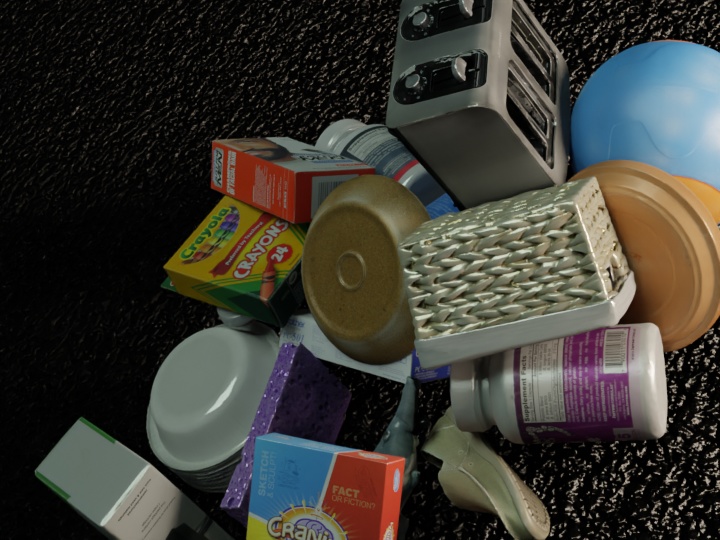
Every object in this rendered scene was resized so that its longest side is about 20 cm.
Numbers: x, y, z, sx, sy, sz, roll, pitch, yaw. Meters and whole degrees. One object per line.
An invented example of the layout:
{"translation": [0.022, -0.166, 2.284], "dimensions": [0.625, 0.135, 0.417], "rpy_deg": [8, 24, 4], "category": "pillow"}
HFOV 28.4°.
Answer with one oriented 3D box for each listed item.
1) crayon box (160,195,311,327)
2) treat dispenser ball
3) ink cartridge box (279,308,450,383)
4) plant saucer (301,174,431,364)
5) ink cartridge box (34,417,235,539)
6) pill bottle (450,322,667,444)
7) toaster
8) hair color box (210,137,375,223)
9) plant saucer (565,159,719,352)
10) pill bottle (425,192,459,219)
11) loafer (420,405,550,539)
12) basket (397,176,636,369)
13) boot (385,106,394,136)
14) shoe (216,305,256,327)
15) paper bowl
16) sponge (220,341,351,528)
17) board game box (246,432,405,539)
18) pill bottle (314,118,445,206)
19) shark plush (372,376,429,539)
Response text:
{"translation": [-0.136, -0.016, 1.641], "dimensions": [0.199, 0.051, 0.127], "rpy_deg": [14, 55, 37], "category": "crayon box"}
{"translation": [0.312, -0.133, 1.449], "dimensions": [0.200, 0.201, 0.202], "rpy_deg": [-20, 46, 23], "category": "treat dispenser ball"}
{"translation": [0.012, 0.080, 1.576], "dimensions": [0.199, 0.094, 0.045], "rpy_deg": [13, 102, 41], "category": "ink cartridge box"}
{"translation": [0.000, 0.000, 1.494], "dimensions": [0.199, 0.035, 0.202], "rpy_deg": [3, 95, 43], "category": "plant saucer"}
{"translation": [-0.234, 0.265, 1.536], "dimensions": [0.146, 0.200, 0.083], "rpy_deg": [23, 68, 44], "category": "ink cartridge box"}
{"translation": [0.191, 0.111, 1.376], "dimensions": [0.198, 0.113, 0.113], "rpy_deg": [-4, 53, 18], "category": "pill bottle"}
{"translation": [0.122, -0.165, 1.414], "dimensions": [0.118, 0.200, 0.182], "rpy_deg": [-14, 50, 31], "category": "toaster"}
{"translation": [-0.082, -0.109, 1.663], "dimensions": [0.200, 0.110, 0.064], "rpy_deg": [22, 113, 53], "category": "hair color box"}
{"translation": [0.264, -0.009, 1.396], "dimensions": [0.199, 0.202, 0.032], "rpy_deg": [8, 29, 41], "category": "plant saucer"}
{"translation": [0.113, -0.031, 1.560], "dimensions": [0.199, 0.113, 0.112], "rpy_deg": [-35, 39, -18], "category": "pill bottle"}
{"translation": [0.121, 0.213, 1.409], "dimensions": [0.068, 0.076, 0.200], "rpy_deg": [-42, 32, 2], "category": "loafer"}
{"translation": [0.145, -0.001, 1.346], "dimensions": [0.199, 0.124, 0.136], "rpy_deg": [-15, 9, 22], "category": "basket"}
{"translation": [0.139, -0.158, 1.615], "dimensions": [0.131, 0.199, 0.070], "rpy_deg": [15, 105, 53], "category": "boot"}
{"translation": [-0.095, 0.010, 1.702], "dimensions": [0.071, 0.091, 0.201], "rpy_deg": [8, 51, 32], "category": "shoe"}
{"translation": [-0.163, 0.147, 1.651], "dimensions": [0.199, 0.104, 0.202], "rpy_deg": [-20, 47, 24], "category": "paper bowl"}
{"translation": [-0.077, 0.192, 1.542], "dimensions": [0.030, 0.112, 0.201], "rpy_deg": [-3, 54, 37], "category": "sponge"}
{"translation": [-0.040, 0.273, 1.405], "dimensions": [0.152, 0.040, 0.202], "rpy_deg": [7, 93, 27], "category": "board game box"}
{"translation": [0.031, -0.107, 1.701], "dimensions": [0.120, 0.120, 0.200], "rpy_deg": [-47, 41, -6], "category": "pill bottle"}
{"translation": [0.022, 0.207, 1.434], "dimensions": [0.201, 0.083, 0.091], "rpy_deg": [-59, 42, 22], "category": "shark plush"}
